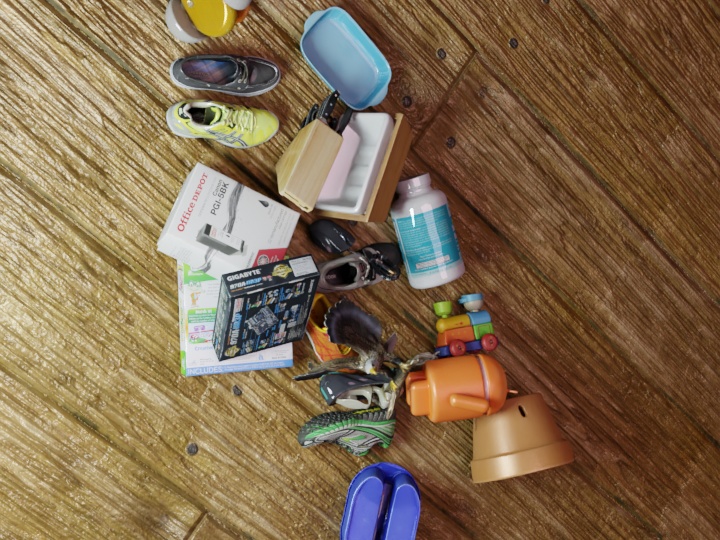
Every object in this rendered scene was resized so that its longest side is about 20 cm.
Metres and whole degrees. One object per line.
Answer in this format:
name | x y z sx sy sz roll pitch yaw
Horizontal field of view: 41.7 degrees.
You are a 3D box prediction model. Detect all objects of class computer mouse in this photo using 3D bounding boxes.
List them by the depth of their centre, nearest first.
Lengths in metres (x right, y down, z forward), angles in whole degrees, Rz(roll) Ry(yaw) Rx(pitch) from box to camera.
computer mouse | -0.011 -0.041 1.682 0.059 0.198 0.034 -40 151 -44

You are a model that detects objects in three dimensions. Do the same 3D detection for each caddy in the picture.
caddy | 0.038 0.460 1.748 0.139 0.105 0.203 13 86 0

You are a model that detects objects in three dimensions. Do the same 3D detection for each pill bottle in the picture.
pill bottle | 0.121 -0.076 1.764 0.109 0.110 0.203 -20 100 -22

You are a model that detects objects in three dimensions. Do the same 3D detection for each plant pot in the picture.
plant pot | 0.299 0.319 1.823 0.197 0.200 0.142 -7 78 -24

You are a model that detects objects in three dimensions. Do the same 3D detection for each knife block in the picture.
knife block | -0.073 -0.217 1.643 0.064 0.201 0.176 32 109 -21

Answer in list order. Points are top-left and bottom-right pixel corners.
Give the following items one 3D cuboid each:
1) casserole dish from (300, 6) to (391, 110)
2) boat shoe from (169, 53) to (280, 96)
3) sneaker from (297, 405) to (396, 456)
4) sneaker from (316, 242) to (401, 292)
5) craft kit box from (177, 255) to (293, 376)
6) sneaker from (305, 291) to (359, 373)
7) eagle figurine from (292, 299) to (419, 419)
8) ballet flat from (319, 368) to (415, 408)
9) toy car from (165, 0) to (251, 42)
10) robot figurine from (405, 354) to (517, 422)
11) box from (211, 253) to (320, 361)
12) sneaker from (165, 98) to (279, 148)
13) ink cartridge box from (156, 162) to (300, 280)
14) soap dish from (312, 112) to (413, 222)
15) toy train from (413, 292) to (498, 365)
casserole dish | -0.031 -0.384 1.726 0.200 0.039 0.121 46 74 -19
boat shoe | -0.226 -0.342 1.623 0.197 0.066 0.071 1 91 -24
sneaker | -0.021 0.303 1.729 0.197 0.078 0.087 -3 93 -25
sneaker | 0.000 0.000 1.726 0.198 0.088 0.075 -20 98 -24
craft kit box | -0.218 0.075 1.653 0.197 0.048 0.201 -2 95 -24
sneaker | -0.053 0.119 1.701 0.073 0.077 0.201 -50 125 -20
eagle figurine | -0.003 0.150 1.653 0.197 0.151 0.154 22 66 -11
ballet flat | 0.020 0.224 1.747 0.197 0.073 0.074 1 91 -21
toy car | -0.258 -0.494 1.571 0.202 0.173 0.150 58 36 -14
robot figurine | 0.184 0.217 1.740 0.196 0.144 0.118 -7 71 -7
box | -0.158 0.064 1.558 0.157 0.201 0.046 -14 59 -23
sneaker | -0.230 -0.251 1.619 0.197 0.076 0.077 -2 90 -25
ink cartridge box | -0.222 -0.067 1.594 0.198 0.083 0.149 26 66 -15
soap dish | 0.005 -0.182 1.692 0.081 0.156 0.203 25 81 -40
toy train | 0.162 0.112 1.810 0.197 0.085 0.118 -8 83 -22
